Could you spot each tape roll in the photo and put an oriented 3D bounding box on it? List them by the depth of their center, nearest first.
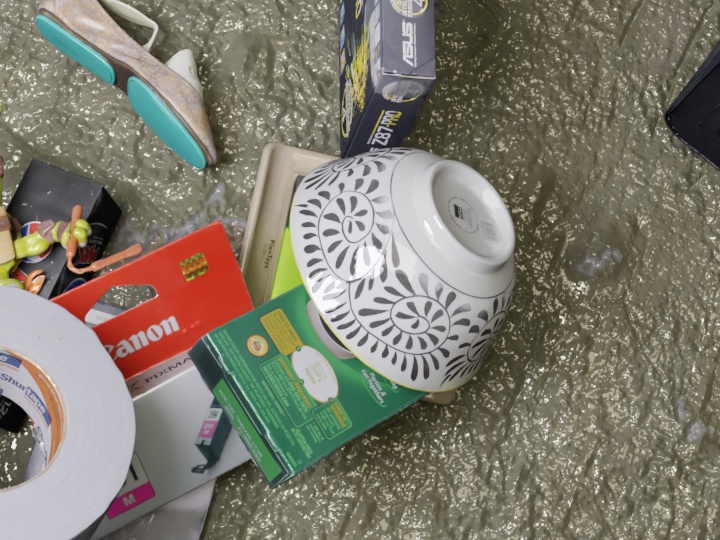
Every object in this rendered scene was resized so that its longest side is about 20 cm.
[{"bbox_3d":[-0.254,0.111,0.922,0.198,0.066,0.202,12,56,-19],"label":"tape roll"}]

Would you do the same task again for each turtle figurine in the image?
[{"bbox_3d":[-0.275,-0.037,1.035,0.198,0.064,0.163,-18,87,-8],"label":"turtle figurine"}]

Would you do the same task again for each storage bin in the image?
[{"bbox_3d":[0.350,-0.145,1.126,0.135,0.200,0.094,38,75,3],"label":"storage bin"}]

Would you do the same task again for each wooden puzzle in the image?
[{"bbox_3d":[0.000,0.000,1.130,0.198,0.037,0.187,13,75,-8],"label":"wooden puzzle"}]

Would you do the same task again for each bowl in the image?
[{"bbox_3d":[0.053,-0.020,1.027,0.200,0.094,0.202,25,46,-30],"label":"bowl"}]

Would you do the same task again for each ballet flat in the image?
[{"bbox_3d":[-0.178,-0.170,1.143,0.200,0.068,0.067,42,69,2],"label":"ballet flat"}]

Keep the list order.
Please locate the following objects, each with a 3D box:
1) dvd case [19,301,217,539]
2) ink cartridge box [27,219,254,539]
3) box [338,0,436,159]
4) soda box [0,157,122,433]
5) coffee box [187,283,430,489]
[{"bbox_3d":[-0.182,0.136,1.098,0.147,0.016,0.202,17,76,-2],"label":"dvd case"},{"bbox_3d":[-0.154,0.083,1.044,0.199,0.044,0.175,-26,112,-15],"label":"ink cartridge box"},{"bbox_3d":[0.019,-0.205,1.108,0.049,0.161,0.202,5,69,-13],"label":"box"},{"bbox_3d":[-0.264,0.020,1.084,0.070,0.063,0.202,21,76,11],"label":"soda box"},{"bbox_3d":[-0.017,0.066,1.038,0.199,0.044,0.124,-29,81,-36],"label":"coffee box"}]
